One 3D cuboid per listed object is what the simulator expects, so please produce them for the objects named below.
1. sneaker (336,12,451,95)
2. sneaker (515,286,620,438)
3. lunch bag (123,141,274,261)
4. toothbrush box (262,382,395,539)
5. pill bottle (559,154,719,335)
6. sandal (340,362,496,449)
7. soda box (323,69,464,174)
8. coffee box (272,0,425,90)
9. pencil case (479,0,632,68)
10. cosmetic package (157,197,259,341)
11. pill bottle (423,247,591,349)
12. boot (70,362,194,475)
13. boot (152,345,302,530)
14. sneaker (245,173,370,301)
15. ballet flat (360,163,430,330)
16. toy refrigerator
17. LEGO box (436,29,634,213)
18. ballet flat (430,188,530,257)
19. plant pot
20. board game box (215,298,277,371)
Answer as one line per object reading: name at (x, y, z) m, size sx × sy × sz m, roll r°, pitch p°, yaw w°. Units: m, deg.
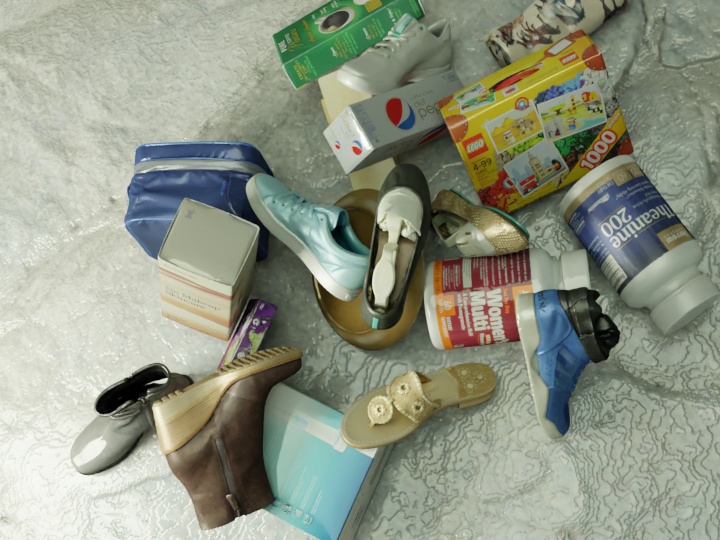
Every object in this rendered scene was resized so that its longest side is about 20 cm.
sneaker at (0.045, -0.280, 1.445) m, size 0.075 × 0.199 × 0.090 m, roll 30°, pitch 124°, yaw 30°
sneaker at (0.250, 0.108, 1.321) m, size 0.109 × 0.077 × 0.202 m, roll -9°, pitch 117°, yaw 13°
lunch bag at (-0.213, -0.097, 1.493) m, size 0.196 × 0.136 × 0.134 m, roll 1°, pitch 67°, yaw 11°
toothbrush box at (-0.077, 0.231, 1.412) m, size 0.198 × 0.085 × 0.148 m, roll 23°, pitch 83°, yaw 16°
pill bottle at (0.336, -0.028, 1.362) m, size 0.110 × 0.111 × 0.201 m, roll -34°, pitch 72°, yaw 3°
sandal at (0.071, 0.140, 1.360) m, size 0.209 × 0.070 × 0.078 m, roll -17°, pitch 49°, yaw -20°
soda box at (0.052, -0.188, 1.425) m, size 0.199 × 0.068 × 0.064 m, roll -25°, pitch 81°, yaw -40°
coffee box at (-0.020, -0.326, 1.522) m, size 0.198 × 0.044 × 0.123 m, roll -30°, pitch 33°, yaw 4°
pencil case at (0.253, -0.328, 1.469) m, size 0.199 × 0.078 × 0.090 m, roll -37°, pitch 97°, yaw 3°
cosmetic package at (-0.190, 0.004, 1.416) m, size 0.102 × 0.201 × 0.088 m, roll 21°, pitch 66°, yaw 2°
pill bottle at (0.181, 0.032, 1.385) m, size 0.197 × 0.110 × 0.111 m, roll -7°, pitch 75°, yaw 12°
boot at (-0.311, 0.184, 1.454) m, size 0.199 × 0.132 × 0.070 m, roll -39°, pitch 72°, yaw 2°
boot at (-0.135, 0.196, 1.356) m, size 0.198 × 0.072 × 0.168 m, roll -25°, pitch 98°, yaw -6°
sneaker at (-0.053, -0.061, 1.392) m, size 0.200 × 0.074 × 0.082 m, roll 45°, pitch 119°, yaw 9°
ballet flat at (0.043, -0.031, 1.320) m, size 0.067 × 0.068 × 0.203 m, roll 8°, pitch 82°, yaw 6°
toy refrigerator at (0.006, -0.160, 1.491) m, size 0.069 × 0.076 × 0.203 m, roll -20°, pitch 74°, yaw 8°
LEGO box at (0.215, -0.177, 1.400) m, size 0.198 × 0.150 × 0.078 m, roll -26°, pitch 33°, yaw 6°
ballet flat at (0.136, -0.047, 1.391) m, size 0.065 × 0.200 × 0.071 m, roll -43°, pitch 114°, yaw -7°
plant pot at (0.000, 0.000, 1.419) m, size 0.198 × 0.027 × 0.204 m, roll 6°, pitch 98°, yaw 46°
board game box at (-0.166, 0.131, 1.441) m, size 0.032 × 0.120 × 0.202 m, roll 26°, pitch 83°, yaw -6°
